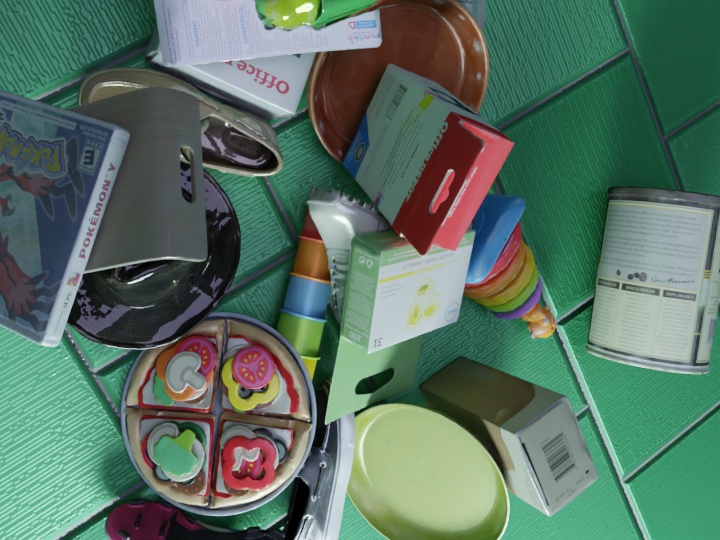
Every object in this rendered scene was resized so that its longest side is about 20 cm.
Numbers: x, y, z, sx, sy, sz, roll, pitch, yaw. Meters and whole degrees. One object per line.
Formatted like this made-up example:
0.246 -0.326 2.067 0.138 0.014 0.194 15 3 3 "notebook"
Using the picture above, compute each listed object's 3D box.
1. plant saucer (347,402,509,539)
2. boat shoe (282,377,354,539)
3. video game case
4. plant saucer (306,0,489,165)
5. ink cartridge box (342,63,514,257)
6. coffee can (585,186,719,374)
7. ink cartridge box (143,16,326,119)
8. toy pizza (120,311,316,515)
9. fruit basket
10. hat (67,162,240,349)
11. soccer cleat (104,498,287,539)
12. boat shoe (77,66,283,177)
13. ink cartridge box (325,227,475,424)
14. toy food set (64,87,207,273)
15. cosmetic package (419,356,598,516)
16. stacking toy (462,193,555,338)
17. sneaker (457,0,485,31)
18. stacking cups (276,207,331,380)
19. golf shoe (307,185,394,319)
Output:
0.069 0.224 0.837 0.031 0.198 0.202 -43 115 -54 "plant saucer"
-0.053 0.215 0.833 0.065 0.070 0.203 4 102 -23 "boat shoe"
-0.301 -0.056 0.651 0.023 0.198 0.185 21 88 -67 "video game case"
0.039 -0.193 0.801 0.197 0.032 0.203 -11 128 -15 "plant saucer"
0.065 -0.101 0.723 0.067 0.201 0.117 14 115 -31 "ink cartridge box"
0.358 0.009 0.929 0.144 0.146 0.203 6 94 -22 "coffee can"
-0.104 -0.267 0.744 0.144 0.087 0.203 21 89 -23 "ink cartridge box"
-0.142 0.143 0.765 0.197 0.032 0.204 0 88 0 "toy pizza"
-0.085 -0.280 0.670 0.197 0.094 0.188 -9 99 -7 "fruit basket"
-0.198 -0.023 0.723 0.198 0.081 0.204 1 87 -23 "hat"
-0.168 0.297 0.793 0.197 0.070 0.087 17 123 -11 "soccer cleat"
-0.167 -0.137 0.736 0.198 0.065 0.073 16 110 -25 "boat shoe"
0.040 0.057 0.776 0.144 0.048 0.203 -13 118 -45 "ink cartridge box"
-0.226 -0.064 0.668 0.197 0.060 0.146 -10 78 20 "toy food set"
0.153 0.171 0.834 0.071 0.199 0.106 -30 105 -18 "cosmetic package"
0.169 0.013 0.888 0.200 0.109 0.117 44 69 -32 "stacking toy"
0.059 -0.305 0.785 0.118 0.073 0.203 -40 123 -35 "sneaker"
-0.054 0.029 0.817 0.060 0.060 0.203 16 86 -22 "stacking cups"
0.000 0.000 0.779 0.200 0.078 0.098 49 61 -44 "golf shoe"
